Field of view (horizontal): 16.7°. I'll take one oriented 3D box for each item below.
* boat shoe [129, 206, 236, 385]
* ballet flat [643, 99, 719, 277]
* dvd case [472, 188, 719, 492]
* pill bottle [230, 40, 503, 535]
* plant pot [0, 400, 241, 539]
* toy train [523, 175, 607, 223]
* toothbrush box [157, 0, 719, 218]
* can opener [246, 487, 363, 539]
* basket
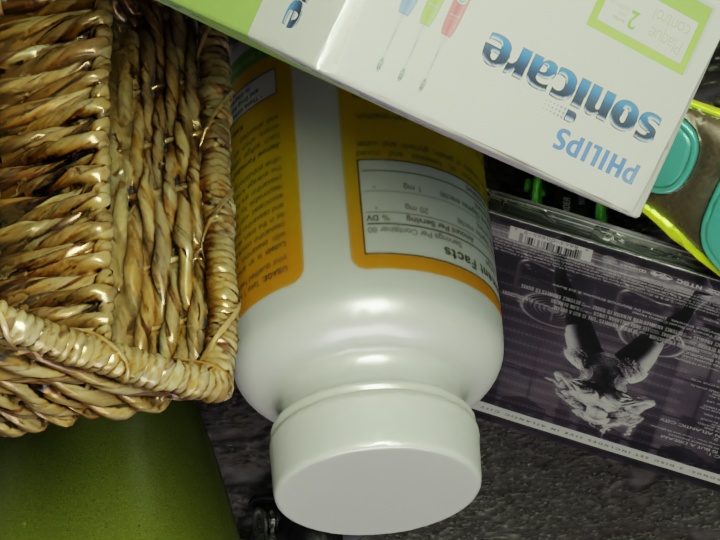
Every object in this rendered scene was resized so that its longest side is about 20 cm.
[{"bbox_3d":[-0.130,0.006,1.129,0.199,0.063,0.073,17,143,-33],"label":"boat shoe"},{"bbox_3d":[0.148,-0.038,1.016,0.067,0.200,0.067,-62,163,15],"label":"ballet flat"},{"bbox_3d":[0.118,0.037,1.131,0.148,0.016,0.200,17,152,7],"label":"dvd case"},{"bbox_3d":[0.000,0.000,1.001,0.110,0.201,0.111,-3,150,-2],"label":"pill bottle"},{"bbox_3d":[-0.143,0.141,1.229,0.199,0.194,0.201,-4,150,-2],"label":"plant pot"},{"bbox_3d":[0.098,-0.008,1.145,0.041,0.057,0.200,8,151,8],"label":"toy train"},{"bbox_3d":[0.003,-0.103,0.832,0.145,0.200,0.086,22,96,-37],"label":"toothbrush box"},{"bbox_3d":[-0.056,0.181,1.439,0.078,0.064,0.200,11,146,-26],"label":"can opener"},{"bbox_3d":[-0.135,-0.052,0.895,0.148,0.201,0.143,-11,148,15],"label":"basket"}]
